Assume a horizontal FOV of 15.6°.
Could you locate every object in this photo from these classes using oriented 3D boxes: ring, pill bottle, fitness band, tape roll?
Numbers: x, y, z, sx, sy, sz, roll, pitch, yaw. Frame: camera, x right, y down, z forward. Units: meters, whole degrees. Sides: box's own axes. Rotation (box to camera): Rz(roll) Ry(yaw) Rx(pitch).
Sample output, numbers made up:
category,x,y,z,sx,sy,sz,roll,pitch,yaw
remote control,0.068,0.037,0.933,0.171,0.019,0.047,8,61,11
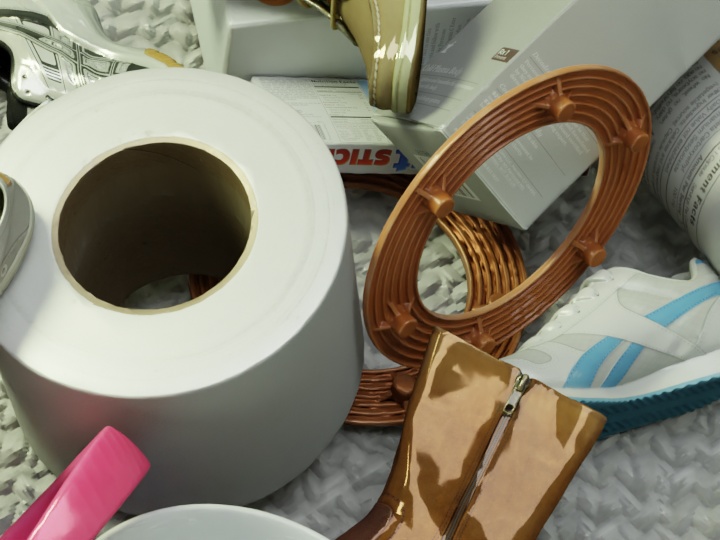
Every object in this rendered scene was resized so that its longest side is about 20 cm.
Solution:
category,x,y,z,sx,sy,sz,roll,pitch,yaw
ring,0.000,0.000,1.515,0.200,0.019,0.201,5,55,-8
pill bottle,0.238,-0.050,1.523,0.114,0.115,0.200,-16,47,-21
ring,0.084,-0.023,1.411,0.200,0.201,0.019,-27,54,-26
fitness band,-0.167,0.143,1.284,0.037,0.200,0.144,42,65,-4
tape roll,-0.101,0.012,1.397,0.202,0.139,0.203,-2,59,3

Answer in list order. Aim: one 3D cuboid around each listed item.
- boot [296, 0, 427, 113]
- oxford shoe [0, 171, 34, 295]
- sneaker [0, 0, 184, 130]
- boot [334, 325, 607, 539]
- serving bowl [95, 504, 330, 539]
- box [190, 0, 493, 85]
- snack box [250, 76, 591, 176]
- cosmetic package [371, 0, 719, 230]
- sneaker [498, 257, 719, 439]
category,x,y,z,sx,sy,sz,roll,pitch,yaw
boot,-0.043,-0.168,1.482,0.154,0.072,0.201,0,51,-9
oxford shoe,-0.219,0.030,1.287,0.075,0.058,0.201,15,66,16
sneaker,-0.159,-0.094,1.528,0.200,0.076,0.088,35,57,29
boot,0.008,0.120,1.363,0.188,0.068,0.201,23,79,5
serving bowl,-0.065,0.212,1.255,0.199,0.066,0.201,13,50,-15
box,0.002,-0.174,1.594,0.199,0.098,0.125,-6,57,-12
snack box,0.036,-0.085,1.558,0.199,0.024,0.072,0,36,-22
cosmetic package,0.117,-0.122,1.490,0.200,0.107,0.090,-47,110,-11
sneaker,0.128,0.048,1.478,0.199,0.077,0.081,-11,68,-29
